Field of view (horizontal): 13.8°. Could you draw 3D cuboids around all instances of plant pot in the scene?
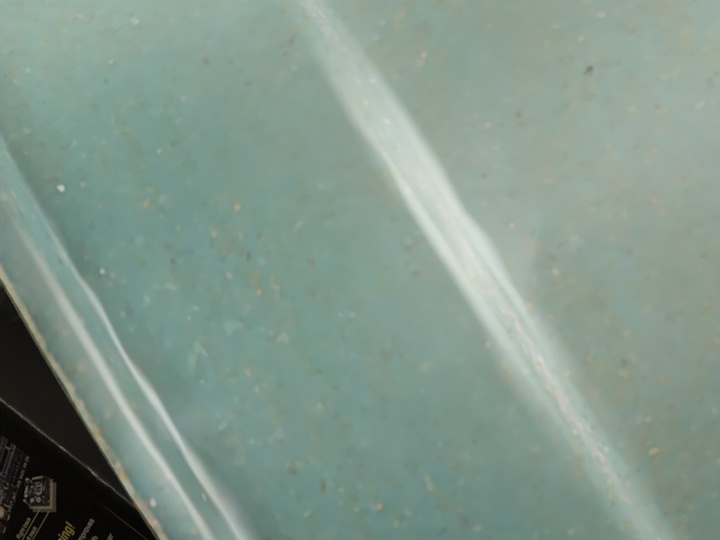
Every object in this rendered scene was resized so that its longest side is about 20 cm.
[{"bbox_3d":[0.063,-0.024,0.446,0.196,0.200,0.200,-32,2,4],"label":"plant pot"}]

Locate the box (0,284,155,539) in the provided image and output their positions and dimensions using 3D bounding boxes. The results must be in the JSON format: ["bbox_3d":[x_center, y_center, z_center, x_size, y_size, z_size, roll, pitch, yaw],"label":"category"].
[{"bbox_3d":[-0.114,0.091,0.805,0.200,0.164,0.086,-59,-11,30],"label":"box"}]
